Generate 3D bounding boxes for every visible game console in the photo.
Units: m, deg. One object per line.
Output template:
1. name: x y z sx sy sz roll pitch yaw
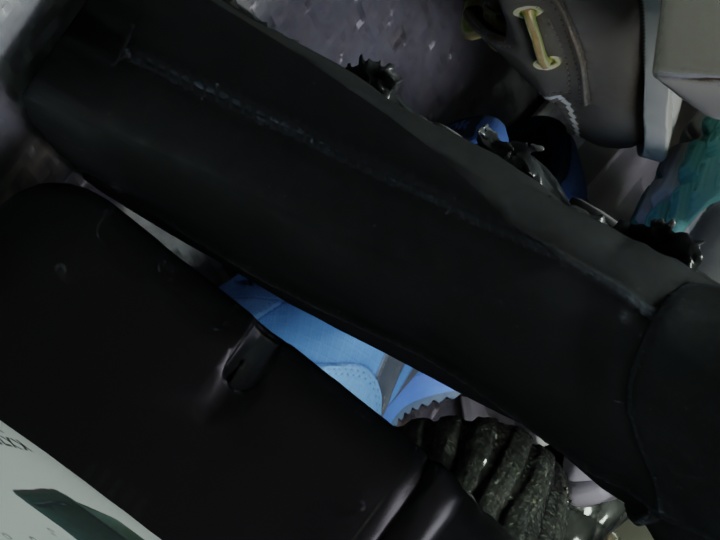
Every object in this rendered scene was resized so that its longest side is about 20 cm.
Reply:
1. game console: -0.069 0.106 0.647 0.200 0.176 0.116 -53 -171 -5

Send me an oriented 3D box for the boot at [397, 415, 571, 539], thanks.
1. boot: -0.028 0.142 0.842 0.080 0.210 0.158 55 22 -33

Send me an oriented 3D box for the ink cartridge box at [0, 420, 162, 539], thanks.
1. ink cartridge box: -0.075 0.081 0.476 0.083 0.199 0.146 -58 160 5

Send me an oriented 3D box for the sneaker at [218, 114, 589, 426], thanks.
1. sneaker: 0.000 0.000 0.740 0.200 0.066 0.079 -17 115 -55

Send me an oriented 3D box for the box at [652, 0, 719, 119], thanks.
1. box: 0.118 -0.136 0.664 0.082 0.068 0.202 18 79 -73

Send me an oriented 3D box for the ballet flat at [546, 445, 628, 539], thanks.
1. ballet flat: 0.078 0.065 1.014 0.066 0.057 0.200 -28 -172 40

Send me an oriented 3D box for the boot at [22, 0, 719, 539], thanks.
1. boot: 0.030 0.017 0.625 0.066 0.199 0.165 -59 164 -21

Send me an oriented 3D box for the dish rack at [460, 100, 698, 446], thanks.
1. dish rack: 0.107 -0.035 0.940 0.200 0.043 0.172 -50 158 -20

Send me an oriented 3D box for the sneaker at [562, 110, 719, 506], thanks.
1. sneaker: 0.118 0.022 0.836 0.200 0.091 0.078 91 25 -62

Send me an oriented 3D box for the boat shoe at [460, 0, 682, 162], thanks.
1. boat shoe: 0.053 -0.086 0.721 0.202 0.060 0.073 70 22 -67

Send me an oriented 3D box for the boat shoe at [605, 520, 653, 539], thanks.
1. boat shoe: 0.115 0.114 1.100 0.060 0.072 0.202 -18 -171 32
